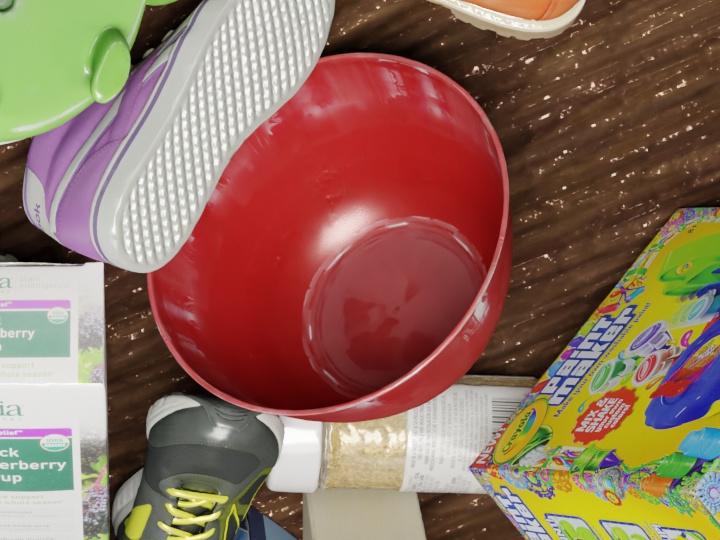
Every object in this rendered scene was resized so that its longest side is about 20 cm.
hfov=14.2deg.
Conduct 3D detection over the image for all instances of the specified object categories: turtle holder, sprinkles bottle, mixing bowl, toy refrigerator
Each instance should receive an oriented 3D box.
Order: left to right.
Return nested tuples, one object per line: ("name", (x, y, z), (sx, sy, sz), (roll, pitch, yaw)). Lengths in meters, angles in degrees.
("turtle holder", (-0.177, -0.143, 1.436), (0.186, 0.132, 0.141), (-46, 105, -16))
("mixing bowl", (0.000, 0.000, 1.503), (0.199, 0.201, 0.108), (-29, 148, 8))
("toy refrigerator", (0.009, 0.183, 1.558), (0.070, 0.200, 0.076), (-2, 113, -5))
("sprinkles bottle", (0.047, 0.090, 1.593), (0.199, 0.068, 0.069), (2, 114, -6))

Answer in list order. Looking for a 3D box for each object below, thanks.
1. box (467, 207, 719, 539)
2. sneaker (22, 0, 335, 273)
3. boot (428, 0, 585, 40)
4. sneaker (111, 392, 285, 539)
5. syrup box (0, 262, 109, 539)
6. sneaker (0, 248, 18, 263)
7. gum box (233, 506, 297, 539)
("box", (0.199, 0.077, 1.490), (0.200, 0.192, 0.122), (-49, 113, -23))
("sneaker", (-0.103, -0.098, 1.496), (0.201, 0.114, 0.073), (-53, 130, -17))
("boot", (0.022, -0.176, 1.427), (0.199, 0.107, 0.075), (12, 77, -3))
("sneaker", (-0.088, 0.133, 1.544), (0.074, 0.085, 0.200), (11, 150, -10))
("syrup box", (-0.171, 0.084, 1.519), (0.078, 0.082, 0.200), (-1, 144, -5))
("sneaker", (-0.274, -0.010, 1.520), (0.199, 0.088, 0.076), (0, 138, -29))
("gum box", (-0.107, 0.247, 1.593), (0.044, 0.170, 0.200), (36, 106, -19))
